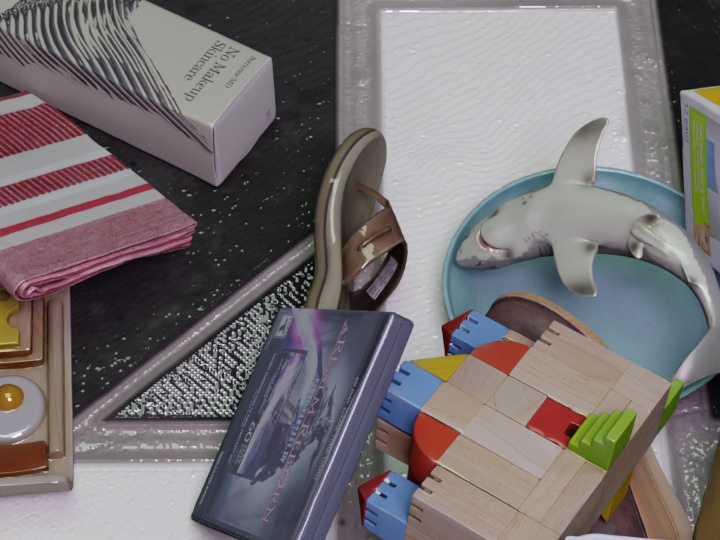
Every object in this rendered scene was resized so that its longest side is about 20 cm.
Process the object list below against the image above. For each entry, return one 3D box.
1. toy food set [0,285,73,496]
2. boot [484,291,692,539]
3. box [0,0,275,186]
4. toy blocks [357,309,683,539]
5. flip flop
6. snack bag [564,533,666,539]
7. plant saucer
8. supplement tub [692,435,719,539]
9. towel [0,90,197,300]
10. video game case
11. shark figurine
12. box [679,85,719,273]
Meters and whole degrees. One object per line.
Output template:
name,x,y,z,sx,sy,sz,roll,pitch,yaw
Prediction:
toy food set,-0.257,0.059,1.256,0.143,0.060,0.200,-5,53,-3
boot,0.093,0.108,1.144,0.166,0.072,0.200,-16,65,-42
box,-0.163,-0.143,1.402,0.200,0.068,0.082,24,57,18
toy blocks,0.071,0.092,1.077,0.137,0.100,0.200,28,51,19
flip flop,0.000,0.000,1.286,0.058,0.081,0.200,2,57,12
snack bag,0.167,0.208,1.049,0.200,0.189,0.021,6,42,-17
plant saucer,0.153,0.019,1.301,0.200,0.036,0.200,0,53,0
supplement tub,0.268,0.128,1.116,0.145,0.200,0.145,0,53,0
towel,-0.224,-0.053,1.324,0.144,0.023,0.200,-20,44,-38
video game case,-0.038,0.090,1.135,0.019,0.200,0.143,26,81,-17
shark figurine,0.180,-0.007,1.256,0.214,0.089,0.128,32,93,31
box,0.276,-0.044,1.201,0.101,0.113,0.200,-8,19,-9
